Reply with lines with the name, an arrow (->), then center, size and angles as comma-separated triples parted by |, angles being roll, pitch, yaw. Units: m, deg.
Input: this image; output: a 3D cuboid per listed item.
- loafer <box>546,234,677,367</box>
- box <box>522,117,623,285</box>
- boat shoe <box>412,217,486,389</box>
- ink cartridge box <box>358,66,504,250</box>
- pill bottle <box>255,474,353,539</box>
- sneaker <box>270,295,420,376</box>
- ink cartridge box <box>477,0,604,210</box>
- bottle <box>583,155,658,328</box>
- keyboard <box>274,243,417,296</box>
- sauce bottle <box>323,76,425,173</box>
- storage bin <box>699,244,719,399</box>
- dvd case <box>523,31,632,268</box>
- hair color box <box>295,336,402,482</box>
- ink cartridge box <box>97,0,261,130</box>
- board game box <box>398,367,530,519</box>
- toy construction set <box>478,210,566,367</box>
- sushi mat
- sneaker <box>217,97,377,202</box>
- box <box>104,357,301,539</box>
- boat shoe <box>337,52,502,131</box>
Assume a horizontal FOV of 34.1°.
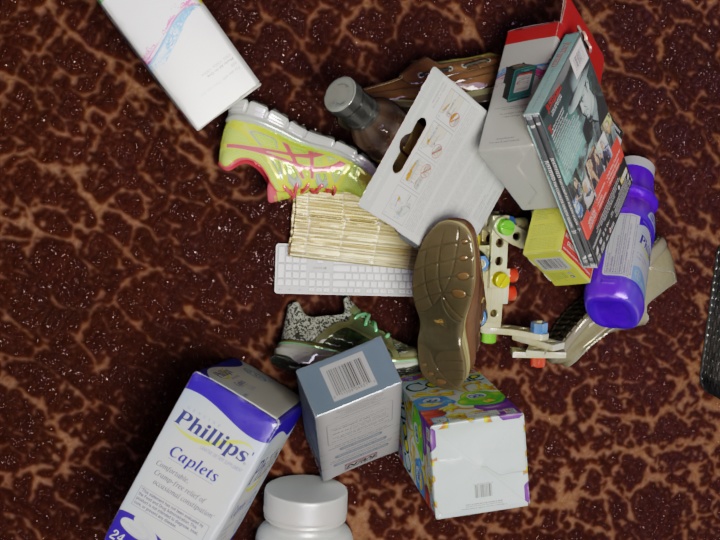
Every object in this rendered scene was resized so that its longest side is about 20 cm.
loafer -> 0.301, 0.046, 1.381 | 0.200, 0.076, 0.068 | -45, 99, -2
box -> 0.238, -0.088, 1.303 | 0.075, 0.050, 0.202 | 40, 58, -38
boat shoe -> 0.100, 0.029, 1.270 | 0.071, 0.068, 0.202 | 14, 122, 25
ink cartridge box -> 0.079, -0.107, 1.242 | 0.199, 0.050, 0.163 | 29, 91, -47
pill bottle -> -0.066, 0.345, 1.339 | 0.113, 0.114, 0.202 | 0, 100, -11
sneaker -> -0.001, 0.073, 1.330 | 0.198, 0.077, 0.090 | 5, 79, -9
ink cartridge box -> 0.199, -0.181, 1.262 | 0.116, 0.067, 0.202 | 44, 53, -44
bottle -> 0.299, -0.036, 1.329 | 0.065, 0.084, 0.202 | 2, 58, 24
keyboard -> 0.000, 0.000, 1.347 | 0.198, 0.011, 0.057 | 2, 99, -12
sauce bottle -> 0.033, -0.144, 1.252 | 0.065, 0.065, 0.200 | -54, 141, 1
storage bin -> 0.502, 0.067, 1.417 | 0.134, 0.094, 0.202 | 3, 100, -12
dvd case -> 0.232, -0.125, 1.229 | 0.147, 0.022, 0.201 | -59, 135, -38
hair color box -> -0.011, 0.155, 1.277 | 0.098, 0.201, 0.061 | -21, 63, -10
ink cartridge box -> -0.196, -0.248, 1.195 | 0.087, 0.145, 0.201 | -38, 105, -2
board game box -> 0.106, 0.184, 1.301 | 0.104, 0.200, 0.104 | -7, 101, -9
toy construction set -> 0.175, 0.011, 1.342 | 0.130, 0.092, 0.202 | -2, 88, -19
sushi mat -> 0.017, -0.053, 1.336 | 0.198, 0.012, 0.097 | 6, 91, -13
sneaker -> -0.065, -0.107, 1.277 | 0.198, 0.078, 0.091 | 24, 82, -3
box -> -0.159, 0.209, 1.252 | 0.104, 0.184, 0.201 | 29, 93, 5
boat shoe -> 0.070, -0.197, 1.304 | 0.198, 0.072, 0.069 | -6, 71, -3
